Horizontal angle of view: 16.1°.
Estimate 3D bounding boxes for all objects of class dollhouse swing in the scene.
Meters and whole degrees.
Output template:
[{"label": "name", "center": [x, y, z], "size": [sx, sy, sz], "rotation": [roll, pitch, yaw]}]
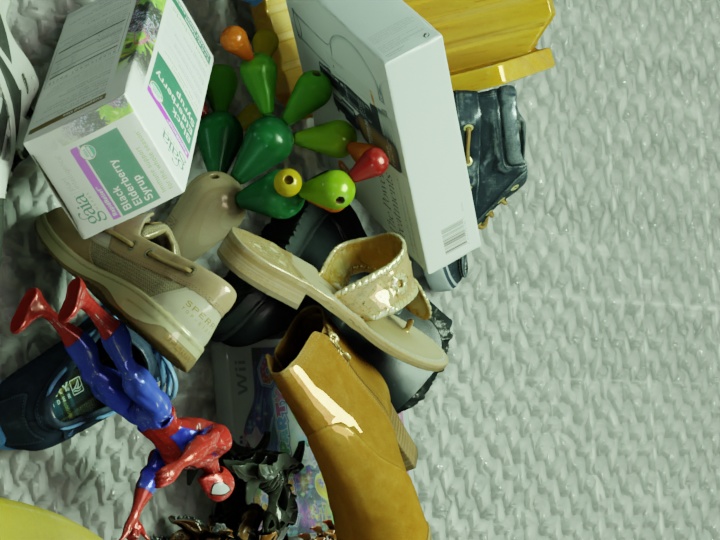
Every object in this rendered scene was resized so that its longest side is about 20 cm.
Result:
[{"label": "dollhouse swing", "center": [0.028, -0.223, 1.912], "size": [0.176, 0.181, 0.202], "rotation": [-29, 106, -69]}]

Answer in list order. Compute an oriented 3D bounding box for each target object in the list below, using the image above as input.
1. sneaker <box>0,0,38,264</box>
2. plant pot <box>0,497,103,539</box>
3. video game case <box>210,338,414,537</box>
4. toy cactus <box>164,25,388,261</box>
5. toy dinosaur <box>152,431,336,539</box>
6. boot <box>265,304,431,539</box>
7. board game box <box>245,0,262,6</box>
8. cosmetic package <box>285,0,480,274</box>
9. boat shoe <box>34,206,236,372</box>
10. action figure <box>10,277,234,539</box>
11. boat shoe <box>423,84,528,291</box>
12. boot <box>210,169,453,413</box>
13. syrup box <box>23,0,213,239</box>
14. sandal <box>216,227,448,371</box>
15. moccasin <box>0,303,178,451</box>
[{"label": "sneaker", "center": [-0.237, -0.091, 1.624], "size": [0.088, 0.074, 0.202], "rotation": [-1, 83, -48]}, {"label": "plant pot", "center": [-0.237, 0.236, 1.474], "size": [0.176, 0.199, 0.202], "rotation": [5, 78, -62]}, {"label": "video game case", "center": [-0.031, 0.122, 1.871], "size": [0.199, 0.018, 0.144], "rotation": [1, 82, -50]}, {"label": "toy cactus", "center": [-0.080, -0.076, 1.764], "size": [0.165, 0.200, 0.102], "rotation": [-48, 144, 0]}, {"label": "toy dinosaur", "center": [-0.082, 0.186, 1.749], "size": [0.200, 0.102, 0.137], "rotation": [-18, 107, -57]}, {"label": "boot", "center": [-0.016, 0.123, 1.704], "size": [0.144, 0.070, 0.202], "rotation": [53, 21, -26]}, {"label": "board game box", "center": [-0.124, -0.304, 1.799], "size": [0.199, 0.037, 0.152], "rotation": [32, 57, -23]}, {"label": "cosmetic package", "center": [0.014, -0.117, 1.794], "size": [0.051, 0.151, 0.201], "rotation": [-27, 135, -14]}, {"label": "boat shoe", "center": [-0.142, -0.001, 1.630], "size": [0.065, 0.200, 0.071], "rotation": [-48, 131, -5]}, {"label": "action figure", "center": [-0.147, 0.104, 1.603], "size": [0.200, 0.065, 0.099], "rotation": [46, 48, -37]}, {"label": "boat shoe", "center": [0.086, -0.059, 1.937], "size": [0.201, 0.090, 0.071], "rotation": [80, 7, -49]}, {"label": "boot", "center": [-0.015, 0.040, 1.834], "size": [0.168, 0.076, 0.200], "rotation": [51, 36, -12]}, {"label": "syrup box", "center": [-0.155, -0.112, 1.662], "size": [0.079, 0.081, 0.200], "rotation": [59, 16, -25]}, {"label": "sandal", "center": [0.002, 0.003, 1.740], "size": [0.211, 0.078, 0.070], "rotation": [25, 105, -36]}, {"label": "moccasin", "center": [-0.161, 0.069, 1.685], "size": [0.200, 0.068, 0.081], "rotation": [-43, 114, -46]}]
